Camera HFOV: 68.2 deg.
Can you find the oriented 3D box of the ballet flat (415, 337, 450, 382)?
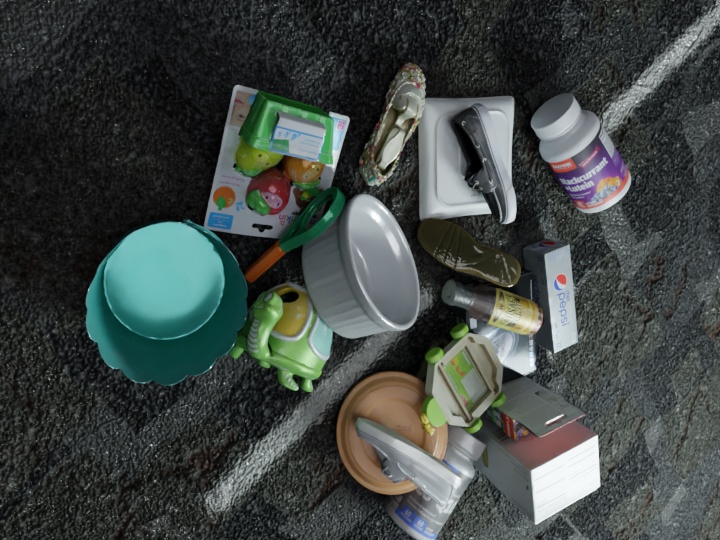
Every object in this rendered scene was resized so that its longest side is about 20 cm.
[{"bbox_3d":[0.120,0.221,0.968,0.066,0.046,0.204,24,91,-25],"label":"ballet flat"}]

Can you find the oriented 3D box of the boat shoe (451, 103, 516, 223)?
[{"bbox_3d":[0.199,-0.166,0.875,0.065,0.070,0.205,-23,110,-8],"label":"boat shoe"}]

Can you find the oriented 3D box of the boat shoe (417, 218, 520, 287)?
[{"bbox_3d":[0.182,-0.025,0.929,0.196,0.066,0.074,24,80,-7],"label":"boat shoe"}]

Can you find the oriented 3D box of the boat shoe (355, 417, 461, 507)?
[{"bbox_3d":[0.068,0.313,0.865,0.197,0.072,0.070,33,84,-8],"label":"boat shoe"}]

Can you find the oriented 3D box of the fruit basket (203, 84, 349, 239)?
[{"bbox_3d":[-0.115,-0.138,0.757,0.181,0.093,0.205,6,109,-33],"label":"fruit basket"}]

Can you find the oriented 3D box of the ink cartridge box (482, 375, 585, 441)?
[{"bbox_3d":[0.299,0.255,0.969,0.106,0.199,0.052,-18,108,-18],"label":"ink cartridge box"}]

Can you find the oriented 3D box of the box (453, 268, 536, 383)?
[{"bbox_3d":[0.256,0.112,1.005,0.156,0.043,0.206,-12,106,-21],"label":"box"}]

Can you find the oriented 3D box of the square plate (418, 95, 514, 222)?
[{"bbox_3d":[0.189,-0.193,0.916,0.194,0.028,0.205,-8,104,-22],"label":"square plate"}]

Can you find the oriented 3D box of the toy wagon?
[{"bbox_3d":[0.165,0.198,0.910,0.198,0.039,0.158,-36,101,-26],"label":"toy wagon"}]

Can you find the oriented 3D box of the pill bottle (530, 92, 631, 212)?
[{"bbox_3d":[0.391,-0.211,0.954,0.112,0.111,0.200,-49,115,-6],"label":"pill bottle"}]

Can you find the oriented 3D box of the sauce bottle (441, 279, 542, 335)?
[{"bbox_3d":[0.228,0.063,0.921,0.195,0.066,0.068,15,96,-26],"label":"sauce bottle"}]

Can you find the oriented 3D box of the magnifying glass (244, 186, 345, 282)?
[{"bbox_3d":[-0.097,-0.047,0.768,0.198,0.081,0.022,-36,121,23],"label":"magnifying glass"}]

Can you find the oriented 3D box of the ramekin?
[{"bbox_3d":[0.000,0.000,0.787,0.096,0.202,0.203,-20,117,28],"label":"ramekin"}]

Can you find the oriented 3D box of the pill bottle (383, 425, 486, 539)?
[{"bbox_3d":[0.139,0.376,0.974,0.113,0.113,0.203,35,87,-26],"label":"pill bottle"}]

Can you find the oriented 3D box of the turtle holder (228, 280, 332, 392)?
[{"bbox_3d":[-0.116,0.084,0.774,0.184,0.139,0.135,33,79,-43],"label":"turtle holder"}]

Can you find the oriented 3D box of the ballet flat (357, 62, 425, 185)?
[{"bbox_3d":[0.060,-0.226,0.831,0.074,0.064,0.205,21,93,-22],"label":"ballet flat"}]

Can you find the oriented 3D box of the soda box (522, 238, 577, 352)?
[{"bbox_3d":[0.366,0.047,1.025,0.062,0.068,0.206,-18,108,-17],"label":"soda box"}]

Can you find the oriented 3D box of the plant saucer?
[{"bbox_3d":[0.055,0.278,0.913,0.194,0.032,0.207,0,85,-3],"label":"plant saucer"}]

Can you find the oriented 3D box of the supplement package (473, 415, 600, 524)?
[{"bbox_3d":[0.315,0.335,0.994,0.152,0.199,0.114,-18,108,-18],"label":"supplement package"}]

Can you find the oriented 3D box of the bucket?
[{"bbox_3d":[-0.255,0.030,0.710,0.201,0.134,0.214,-6,105,-21],"label":"bucket"}]
